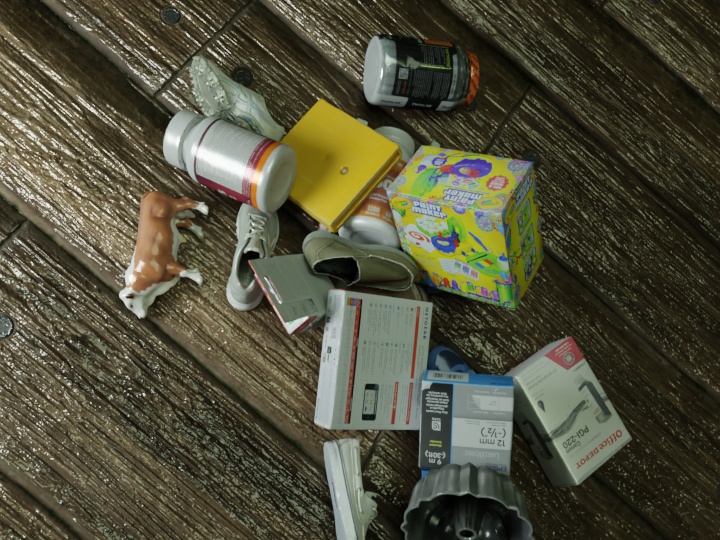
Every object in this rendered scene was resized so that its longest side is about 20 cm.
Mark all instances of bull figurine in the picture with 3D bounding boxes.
[{"bbox_3d":[-0.303,-0.027,1.095,0.118,0.065,0.207,7,74,-19],"label":"bull figurine"}]

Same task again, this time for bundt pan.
[{"bbox_3d":[0.161,0.362,1.059,0.197,0.204,0.077,25,39,-8],"label":"bundt pan"}]

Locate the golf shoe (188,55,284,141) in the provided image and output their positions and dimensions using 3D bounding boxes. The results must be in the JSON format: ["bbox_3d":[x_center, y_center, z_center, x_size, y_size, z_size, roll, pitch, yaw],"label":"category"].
[{"bbox_3d":[-0.211,-0.285,1.211,0.202,0.078,0.097,53,48,-1],"label":"golf shoe"}]

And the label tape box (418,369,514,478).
[{"bbox_3d":[0.162,0.264,1.088,0.138,0.066,0.207,3,96,9],"label":"label tape box"}]

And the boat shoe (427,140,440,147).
[{"bbox_3d":[0.116,-0.131,1.258,0.062,0.071,0.205,20,76,-9],"label":"boat shoe"}]

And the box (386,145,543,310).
[{"bbox_3d":[0.168,-0.070,1.111,0.196,0.196,0.123,16,52,33],"label":"box"}]

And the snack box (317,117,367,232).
[{"bbox_3d":[-0.031,-0.158,1.215,0.024,0.072,0.205,20,69,-9],"label":"snack box"}]

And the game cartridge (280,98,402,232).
[{"bbox_3d":[-0.054,-0.179,1.173,0.199,0.033,0.177,36,78,32],"label":"game cartridge"}]

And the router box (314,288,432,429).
[{"bbox_3d":[0.023,0.142,1.097,0.175,0.048,0.207,9,85,-35],"label":"router box"}]

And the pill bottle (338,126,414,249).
[{"bbox_3d":[0.035,-0.137,1.204,0.109,0.112,0.205,18,65,-10],"label":"pill bottle"}]

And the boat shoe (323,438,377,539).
[{"bbox_3d":[-0.005,0.357,1.069,0.068,0.071,0.206,-7,69,-16],"label":"boat shoe"}]

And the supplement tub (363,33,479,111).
[{"bbox_3d":[0.111,-0.359,1.294,0.194,0.123,0.127,2,72,-16],"label":"supplement tub"}]

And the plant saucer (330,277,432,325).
[{"bbox_3d":[0.037,0.064,1.188,0.194,0.037,0.207,5,73,-15],"label":"plant saucer"}]

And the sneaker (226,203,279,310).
[{"bbox_3d":[-0.166,-0.044,1.127,0.073,0.092,0.206,9,70,-12],"label":"sneaker"}]

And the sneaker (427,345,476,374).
[{"bbox_3d":[0.179,0.210,1.162,0.073,0.082,0.203,-29,82,-21],"label":"sneaker"}]

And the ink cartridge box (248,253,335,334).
[{"bbox_3d":[-0.104,0.036,1.074,0.110,0.050,0.199,57,23,11],"label":"ink cartridge box"}]

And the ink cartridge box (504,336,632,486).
[{"bbox_3d":[0.344,0.240,1.203,0.143,0.085,0.204,-28,85,-22],"label":"ink cartridge box"}]

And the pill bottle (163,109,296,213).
[{"bbox_3d":[-0.207,-0.177,1.121,0.196,0.110,0.111,24,66,15],"label":"pill bottle"}]

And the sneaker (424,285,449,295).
[{"bbox_3d":[0.203,-0.002,1.235,0.196,0.083,0.074,-29,41,-8],"label":"sneaker"}]

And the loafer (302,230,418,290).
[{"bbox_3d":[0.000,0.000,1.124,0.194,0.076,0.071,13,41,-13],"label":"loafer"}]
